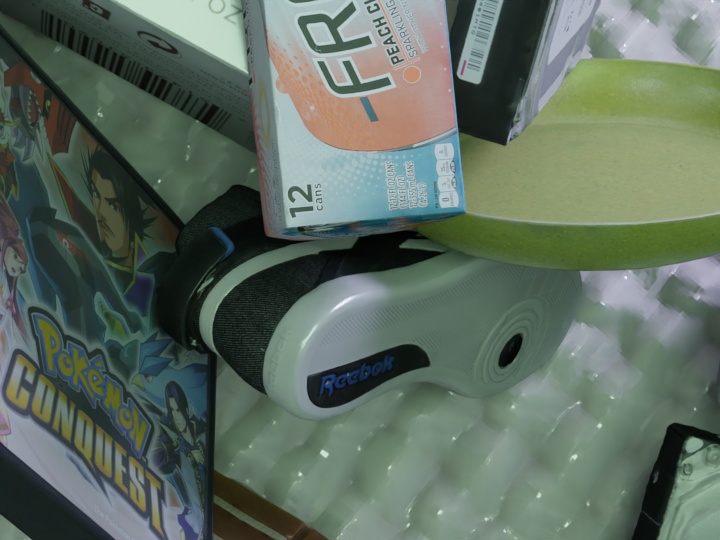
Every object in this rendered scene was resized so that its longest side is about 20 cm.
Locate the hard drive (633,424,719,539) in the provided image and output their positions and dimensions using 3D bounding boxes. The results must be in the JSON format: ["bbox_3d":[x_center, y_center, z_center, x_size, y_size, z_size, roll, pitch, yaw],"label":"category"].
[{"bbox_3d":[0.168,0.180,0.882,0.139,0.038,0.201,17,95,-7],"label":"hard drive"}]

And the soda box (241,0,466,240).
[{"bbox_3d":[-0.009,-0.112,0.715,0.063,0.068,0.201,-6,89,-9],"label":"soda box"}]

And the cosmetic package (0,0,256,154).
[{"bbox_3d":[-0.041,-0.170,0.832,0.164,0.165,0.201,28,83,-7],"label":"cosmetic package"}]

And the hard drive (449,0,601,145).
[{"bbox_3d":[0.078,-0.136,0.813,0.038,0.200,0.140,18,108,8],"label":"hard drive"}]

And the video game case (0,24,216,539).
[{"bbox_3d":[-0.113,0.014,0.773,0.025,0.200,0.181,-20,47,21],"label":"video game case"}]

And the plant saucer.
[{"bbox_3d":[0.093,-0.042,0.841,0.199,0.200,0.031,-6,114,-8],"label":"plant saucer"}]

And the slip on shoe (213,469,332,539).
[{"bbox_3d":[-0.094,0.097,0.863,0.200,0.076,0.061,33,128,4],"label":"slip on shoe"}]

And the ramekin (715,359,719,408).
[{"bbox_3d":[0.251,0.023,0.851,0.199,0.200,0.106,17,75,-6],"label":"ramekin"}]

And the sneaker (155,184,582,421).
[{"bbox_3d":[0.000,0.000,0.856,0.112,0.200,0.073,31,111,32],"label":"sneaker"}]
